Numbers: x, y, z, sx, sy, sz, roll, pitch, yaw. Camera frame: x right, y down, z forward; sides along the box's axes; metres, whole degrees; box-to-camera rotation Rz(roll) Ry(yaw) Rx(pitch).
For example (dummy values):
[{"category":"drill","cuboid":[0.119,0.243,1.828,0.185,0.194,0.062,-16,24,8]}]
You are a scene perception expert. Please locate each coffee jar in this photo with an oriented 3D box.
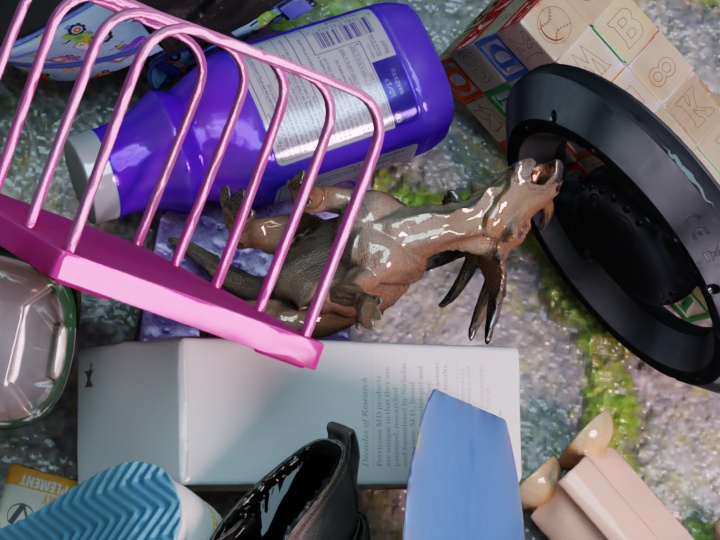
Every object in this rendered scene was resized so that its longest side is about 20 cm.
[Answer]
[{"category":"coffee jar","cuboid":[-0.188,0.021,1.286,0.104,0.200,0.086,10,93,-6]}]

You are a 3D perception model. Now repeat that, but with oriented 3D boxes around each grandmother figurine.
[{"category":"grandmother figurine","cuboid":[0.164,0.172,1.360,0.121,0.061,0.200,-42,78,-13]}]

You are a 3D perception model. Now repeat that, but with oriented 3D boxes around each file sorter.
[{"category":"file sorter","cuboid":[-0.099,-0.056,1.218,0.139,0.200,0.126,20,93,-32]}]

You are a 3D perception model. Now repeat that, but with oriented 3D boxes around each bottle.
[{"category":"bottle","cuboid":[-0.054,-0.076,1.383,0.199,0.065,0.084,-20,71,-16]}]

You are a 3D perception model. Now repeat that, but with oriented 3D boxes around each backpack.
[{"category":"backpack","cuboid":[-0.139,-0.180,1.401,0.200,0.135,0.183,-29,57,11]}]

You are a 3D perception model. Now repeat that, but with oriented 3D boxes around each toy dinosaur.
[{"category":"toy dinosaur","cuboid":[0.000,0.000,1.340,0.135,0.199,0.086,7,75,-51]}]

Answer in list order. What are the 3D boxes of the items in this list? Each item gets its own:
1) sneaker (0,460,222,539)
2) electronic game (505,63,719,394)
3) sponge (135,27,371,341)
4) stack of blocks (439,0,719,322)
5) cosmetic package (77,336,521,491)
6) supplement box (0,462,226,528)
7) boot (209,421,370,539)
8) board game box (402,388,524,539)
[{"category":"sneaker","cuboid":[-0.151,0.153,1.218,0.199,0.081,0.077,-18,58,21]},{"category":"electronic game","cuboid":[0.143,-0.019,1.351,0.042,0.200,0.200,-36,78,-17]},{"category":"sponge","cuboid":[-0.051,-0.037,1.419,0.111,0.030,0.201,10,68,-6]},{"category":"stack of blocks","cuboid":[0.142,-0.066,1.416,0.200,0.115,0.059,47,68,-10]},{"category":"cosmetic package","cuboid":[-0.029,0.072,1.296,0.199,0.101,0.072,3,83,-35]},{"category":"supplement box","cuboid":[-0.135,0.208,1.284,0.126,0.074,0.201,13,67,-3]},{"category":"boot","cuboid":[-0.046,0.185,1.204,0.069,0.174,0.200,18,60,31]},{"category":"board game box","cuboid":[0.033,0.141,1.225,0.039,0.200,0.159,-2,80,18]}]
